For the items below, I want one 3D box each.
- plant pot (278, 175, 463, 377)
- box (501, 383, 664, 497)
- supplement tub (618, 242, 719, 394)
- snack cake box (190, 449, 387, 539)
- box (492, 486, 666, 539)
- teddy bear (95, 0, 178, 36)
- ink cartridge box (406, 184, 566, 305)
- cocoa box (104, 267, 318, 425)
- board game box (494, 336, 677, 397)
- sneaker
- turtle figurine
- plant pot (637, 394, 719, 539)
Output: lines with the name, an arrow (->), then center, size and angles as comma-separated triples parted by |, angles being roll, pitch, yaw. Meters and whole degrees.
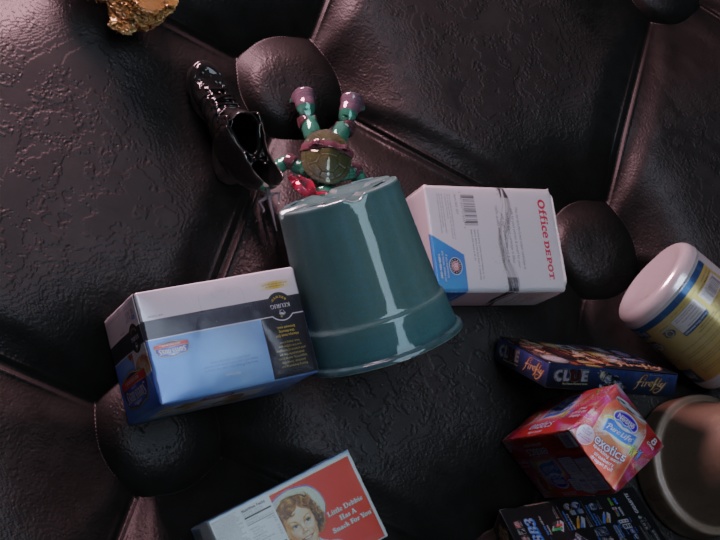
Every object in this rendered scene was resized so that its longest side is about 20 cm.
plant pot -> 0.000, 0.000, 1.573 | 0.200, 0.200, 0.196 | -22, 101, -30
box -> 0.276, 0.218, 1.662 | 0.095, 0.200, 0.100 | -38, 92, -21
supplement tub -> 0.479, 0.073, 1.840 | 0.200, 0.145, 0.145 | 39, 61, -6
snack cake box -> -0.082, 0.305, 1.537 | 0.200, 0.067, 0.115 | -23, 83, -31
box -> 0.294, 0.370, 1.641 | 0.198, 0.050, 0.200 | -8, 42, -18
teddy bear -> -0.315, -0.378, 1.655 | 0.200, 0.067, 0.145 | 39, 51, -3
ink cartridge box -> 0.161, -0.031, 1.757 | 0.200, 0.084, 0.145 | 0, 73, -26
cocoa box -> -0.173, 0.088, 1.524 | 0.200, 0.133, 0.131 | -10, 79, -29
board game box -> 0.297, 0.127, 1.744 | 0.200, 0.135, 0.035 | 7, 98, -25
sneaker -> -0.157, -0.184, 1.638 | 0.060, 0.104, 0.200 | -12, 79, -28
turtle figurine -> -0.047, -0.137, 1.686 | 0.150, 0.101, 0.200 | 15, 62, -21
plant pot -> 0.501, 0.254, 1.782 | 0.200, 0.175, 0.201 | 8, 71, -23
